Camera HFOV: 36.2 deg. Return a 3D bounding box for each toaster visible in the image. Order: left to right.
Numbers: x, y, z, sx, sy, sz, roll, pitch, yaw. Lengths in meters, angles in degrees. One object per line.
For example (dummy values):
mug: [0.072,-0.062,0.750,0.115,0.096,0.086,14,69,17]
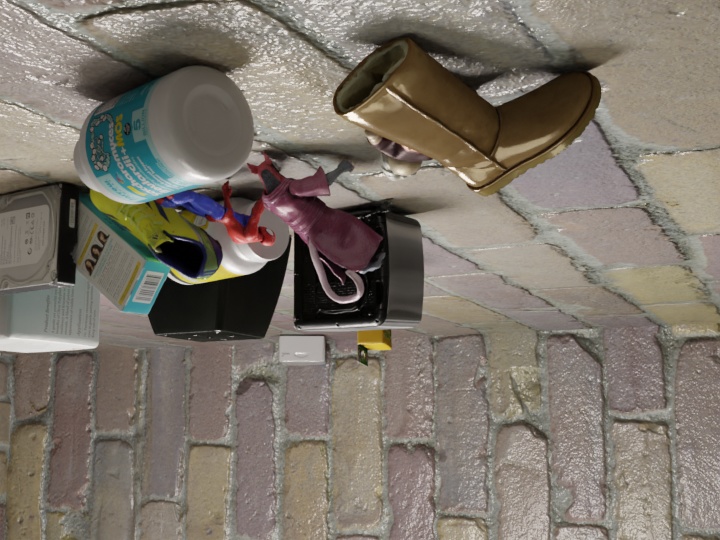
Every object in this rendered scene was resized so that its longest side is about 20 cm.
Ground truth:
toaster: [0.000,0.000,1.680,0.200,0.181,0.119,-6,172,37]

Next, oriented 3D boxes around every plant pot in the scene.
plant pot: [-0.247,0.023,1.815,0.200,0.178,0.199,-4,170,27]

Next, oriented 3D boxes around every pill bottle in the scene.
pill bottle: [-0.205,-0.127,1.094,0.111,0.111,0.200,8,167,-42]
pill bottle: [-0.199,-0.044,1.595,0.112,0.113,0.200,9,167,-44]

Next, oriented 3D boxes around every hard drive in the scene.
hard drive: [-0.474,-0.040,1.538,0.200,0.140,0.038,-6,169,36]

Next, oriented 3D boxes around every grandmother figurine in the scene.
grandmother figurine: [0.062,-0.141,1.187,0.121,0.061,0.200,10,166,-10]

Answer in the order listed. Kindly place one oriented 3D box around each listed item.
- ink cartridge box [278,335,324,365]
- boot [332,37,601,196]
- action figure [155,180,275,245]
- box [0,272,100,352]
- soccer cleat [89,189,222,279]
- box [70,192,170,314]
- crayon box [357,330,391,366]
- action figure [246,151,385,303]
ink cartridge box: [-0.183,0.257,3.520,0.144,0.084,0.200,-1,172,-1]
boot: [0.104,-0.158,1.023,0.200,0.066,0.175,27,122,-38]
action figure: [-0.187,-0.102,1.438,0.200,0.099,0.065,30,160,-26]
box: [-0.532,0.023,1.730,0.200,0.199,0.171,-7,168,38]
soccer cleat: [-0.269,-0.057,1.435,0.200,0.065,0.084,34,-160,0]
box: [-0.344,-0.026,1.497,0.200,0.082,0.049,37,-164,34]
crayon box: [0.026,0.076,2.061,0.052,0.200,0.126,-2,171,8]
action figure: [-0.071,-0.064,1.372,0.200,0.149,0.134,39,144,-21]
